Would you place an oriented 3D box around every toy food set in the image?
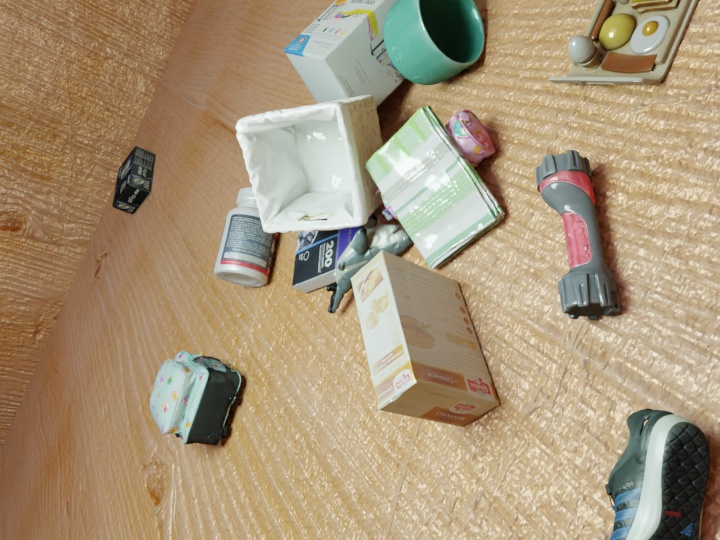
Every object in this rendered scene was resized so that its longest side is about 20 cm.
[{"bbox_3d":[0.333,-0.327,0.753,0.143,0.060,0.201,26,95,55],"label":"toy food set"}]

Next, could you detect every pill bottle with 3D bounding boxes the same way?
[{"bbox_3d":[-0.247,-0.075,1.336,0.119,0.119,0.202,-10,65,50],"label":"pill bottle"}]

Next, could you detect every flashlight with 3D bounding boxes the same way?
[{"bbox_3d":[0.251,-0.043,0.713,0.067,0.068,0.201,-24,54,43],"label":"flashlight"}]

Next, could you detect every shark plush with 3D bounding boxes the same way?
[{"bbox_3d":[0.000,0.000,1.014,0.200,0.083,0.091,-53,0,12],"label":"shark plush"}]

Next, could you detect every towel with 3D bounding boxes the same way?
[{"bbox_3d":[0.101,-0.119,0.889,0.149,0.031,0.201,-39,80,34],"label":"towel"}]

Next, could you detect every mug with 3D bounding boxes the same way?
[{"bbox_3d":[0.120,-0.399,1.002,0.114,0.152,0.185,-17,31,51],"label":"mug"}]

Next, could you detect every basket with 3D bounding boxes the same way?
[{"bbox_3d":[-0.071,-0.185,1.018,0.197,0.161,0.201,-3,113,24],"label":"basket"}]

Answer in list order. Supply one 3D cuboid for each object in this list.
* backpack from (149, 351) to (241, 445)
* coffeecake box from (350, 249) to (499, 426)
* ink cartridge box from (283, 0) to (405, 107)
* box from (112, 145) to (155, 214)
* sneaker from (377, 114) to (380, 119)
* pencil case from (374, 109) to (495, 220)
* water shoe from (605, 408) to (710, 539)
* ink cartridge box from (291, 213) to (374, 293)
[{"bbox_3d":[-0.366,0.268,1.298,0.200,0.152,0.177,18,93,61],"label":"backpack"},{"bbox_3d":[0.081,0.091,0.794,0.073,0.153,0.201,-42,43,32],"label":"coffeecake box"},{"bbox_3d":[-0.003,-0.404,1.097,0.200,0.145,0.147,-47,42,-10],"label":"ink cartridge box"},{"bbox_3d":[-0.878,-0.349,2.325,0.163,0.086,0.201,-34,48,37],"label":"box"},{"bbox_3d":[-0.009,-0.338,1.209,0.082,0.078,0.201,-35,49,18],"label":"sneaker"},{"bbox_3d":[0.112,-0.159,0.937,0.200,0.087,0.088,-37,46,35],"label":"pencil case"},{"bbox_3d":[0.272,0.233,0.567,0.079,0.071,0.201,-177,105,-81],"label":"water shoe"},{"bbox_3d":[-0.052,-0.074,1.147,0.199,0.043,0.200,-19,58,45],"label":"ink cartridge box"}]
